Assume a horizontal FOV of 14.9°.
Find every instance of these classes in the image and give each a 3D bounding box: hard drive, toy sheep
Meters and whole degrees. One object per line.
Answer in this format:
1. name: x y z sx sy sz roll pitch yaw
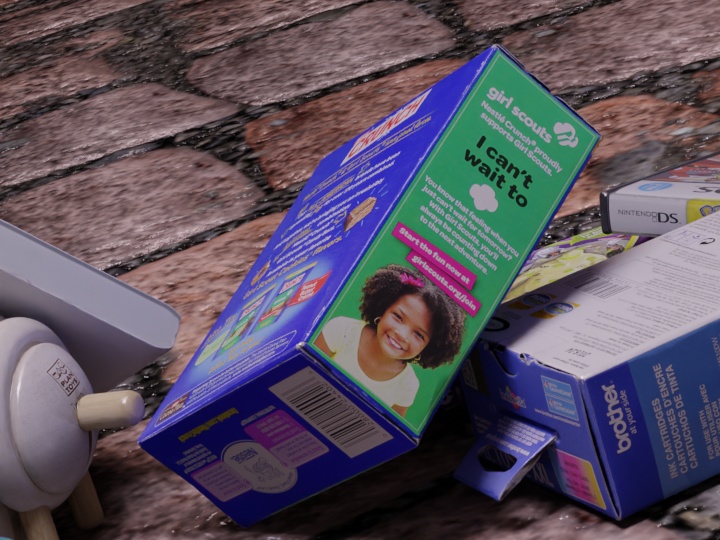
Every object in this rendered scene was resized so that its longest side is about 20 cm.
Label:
1. hard drive: -0.194 0.033 1.431 0.200 0.132 0.027 -32 35 55
2. toy sheep: -0.195 0.083 1.359 0.200 0.138 0.138 -11 17 18

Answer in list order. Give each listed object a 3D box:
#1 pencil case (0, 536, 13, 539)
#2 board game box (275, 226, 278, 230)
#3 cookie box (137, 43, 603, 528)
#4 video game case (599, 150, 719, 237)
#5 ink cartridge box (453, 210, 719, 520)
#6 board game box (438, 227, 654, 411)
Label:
1. pencil case: -0.225 0.150 1.256 0.200 0.085 0.092 6 60 49
2. board game box: 0.000 0.000 1.631 0.120 0.032 0.200 -10 17 6
3. cookie box: 0.004 0.009 1.305 0.171 0.075 0.200 -31 23 55
4. video game case: 0.257 -0.046 1.457 0.181 0.026 0.200 5 17 41
5. ink cartridge box: 0.134 0.044 1.273 0.200 0.076 0.136 -21 16 -19
6. board game box: 0.081 0.025 1.442 0.200 0.032 0.120 -20 21 -18
